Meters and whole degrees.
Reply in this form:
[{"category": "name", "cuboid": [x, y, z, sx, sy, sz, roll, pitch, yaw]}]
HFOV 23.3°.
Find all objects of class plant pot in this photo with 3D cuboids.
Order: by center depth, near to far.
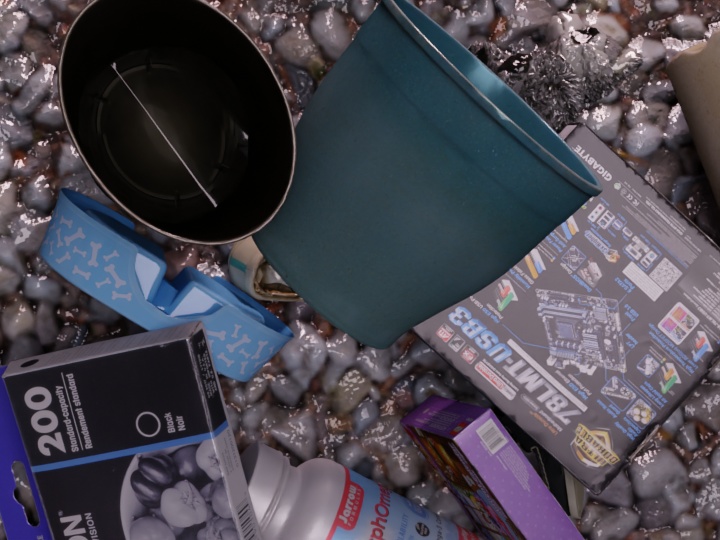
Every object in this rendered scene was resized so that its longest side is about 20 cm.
[{"category": "plant pot", "cuboid": [0.031, -0.055, 1.199, 0.200, 0.200, 0.188, 39, 102, -12]}, {"category": "plant pot", "cuboid": [0.336, -0.112, 1.355, 0.200, 0.200, 0.184, -28, 86, -12]}]

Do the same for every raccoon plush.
[{"category": "raccoon plush", "cuboid": [0.143, -0.102, 1.358, 0.133, 0.097, 0.201, -1, 109, -24]}]

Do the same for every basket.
[{"category": "basket", "cuboid": [-0.135, -0.099, 1.210, 0.136, 0.200, 0.181, -37, 97, -9]}]

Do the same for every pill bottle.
[{"category": "pill bottle", "cuboid": [-0.009, 0.208, 1.299, 0.199, 0.109, 0.109, 29, 84, -14]}]

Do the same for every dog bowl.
[{"category": "dog bowl", "cuboid": [-0.144, 0.014, 1.263, 0.199, 0.111, 0.050, 32, 94, -13]}]

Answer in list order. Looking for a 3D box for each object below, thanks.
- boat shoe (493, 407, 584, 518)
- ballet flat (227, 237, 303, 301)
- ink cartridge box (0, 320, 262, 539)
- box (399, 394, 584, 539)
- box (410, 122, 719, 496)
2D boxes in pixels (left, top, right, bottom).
[{"category": "boat shoe", "cuboid": [0.129, 0.100, 1.357, 0.066, 0.075, 0.200, -10, 104, 14]}, {"category": "ballet flat", "cuboid": [0.000, 0.000, 1.320, 0.199, 0.069, 0.070, -1, 91, -15]}, {"category": "ink cartridge box", "cuboid": [-0.180, 0.152, 1.234, 0.199, 0.043, 0.199, -12, 100, 18]}, {"category": "box", "cuboid": [0.118, 0.187, 1.317, 0.039, 0.137, 0.200, -38, 99, -12]}, {"category": "box", "cuboid": [0.166, 0.028, 1.291, 0.200, 0.050, 0.199, 41, 93, -5]}]
